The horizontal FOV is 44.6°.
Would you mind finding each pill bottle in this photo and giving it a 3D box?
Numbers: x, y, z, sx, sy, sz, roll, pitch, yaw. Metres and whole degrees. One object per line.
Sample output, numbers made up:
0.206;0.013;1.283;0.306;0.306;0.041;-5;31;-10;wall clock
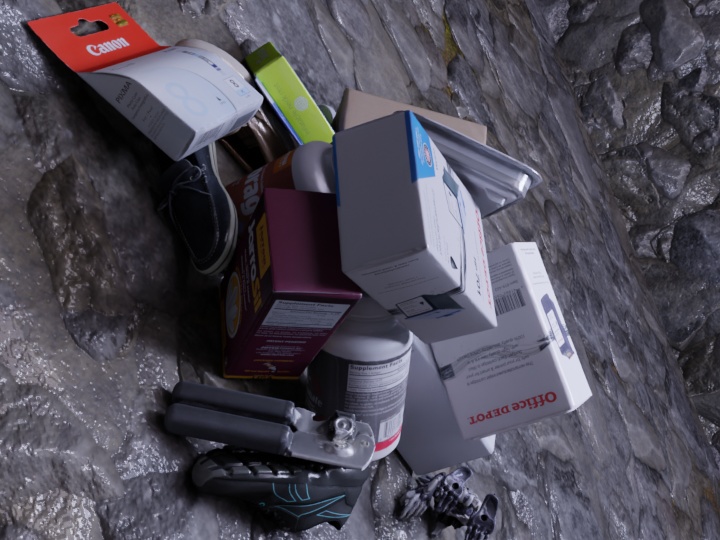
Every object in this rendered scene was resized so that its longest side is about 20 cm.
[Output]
-0.067;-0.072;0.958;0.112;0.200;0.112;40;37;-40;pill bottle
-0.002;0.097;0.944;0.111;0.110;0.201;-51;150;-59;pill bottle

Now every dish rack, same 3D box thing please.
0.093;-0.104;0.973;0.171;0.200;0.044;24;82;-6;dish rack

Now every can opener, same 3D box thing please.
-0.084;0.157;0.832;0.199;0.067;0.053;12;45;-3;can opener

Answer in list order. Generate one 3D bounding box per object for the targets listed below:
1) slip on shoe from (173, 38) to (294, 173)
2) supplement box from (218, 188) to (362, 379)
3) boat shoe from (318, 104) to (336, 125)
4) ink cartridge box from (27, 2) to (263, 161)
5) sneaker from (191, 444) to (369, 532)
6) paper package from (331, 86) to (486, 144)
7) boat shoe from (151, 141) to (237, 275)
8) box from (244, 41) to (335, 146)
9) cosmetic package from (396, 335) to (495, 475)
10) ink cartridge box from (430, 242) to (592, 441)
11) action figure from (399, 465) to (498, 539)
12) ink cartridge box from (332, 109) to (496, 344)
-0.153;-0.183;1.038;0.200;0.076;0.061;52;42;-37;slip on shoe
-0.076;0.020;0.863;0.085;0.200;0.111;3;60;-21;supplement box
-0.028;-0.137;1.226;0.066;0.070;0.201;22;45;-53;boat shoe
-0.214;-0.213;0.906;0.200;0.047;0.160;43;30;-2;ink cartridge box
-0.075;0.218;0.857;0.200;0.075;0.080;13;94;-38;sneaker
0.049;-0.113;1.123;0.199;0.104;0.191;13;63;-11;paper package
-0.179;-0.085;0.914;0.062;0.075;0.201;15;51;-50;boat shoe
-0.090;-0.219;1.107;0.122;0.048;0.200;54;3;-22;box
0.089;0.123;1.165;0.200;0.123;0.200;55;29;-20;cosmetic package
0.167;0.084;1.047;0.084;0.144;0.201;-3;72;-60;ink cartridge box
0.108;0.304;1.086;0.119;0.102;0.200;43;-17;13;action figure
0.055;-0.033;0.837;0.200;0.086;0.147;40;40;-55;ink cartridge box
